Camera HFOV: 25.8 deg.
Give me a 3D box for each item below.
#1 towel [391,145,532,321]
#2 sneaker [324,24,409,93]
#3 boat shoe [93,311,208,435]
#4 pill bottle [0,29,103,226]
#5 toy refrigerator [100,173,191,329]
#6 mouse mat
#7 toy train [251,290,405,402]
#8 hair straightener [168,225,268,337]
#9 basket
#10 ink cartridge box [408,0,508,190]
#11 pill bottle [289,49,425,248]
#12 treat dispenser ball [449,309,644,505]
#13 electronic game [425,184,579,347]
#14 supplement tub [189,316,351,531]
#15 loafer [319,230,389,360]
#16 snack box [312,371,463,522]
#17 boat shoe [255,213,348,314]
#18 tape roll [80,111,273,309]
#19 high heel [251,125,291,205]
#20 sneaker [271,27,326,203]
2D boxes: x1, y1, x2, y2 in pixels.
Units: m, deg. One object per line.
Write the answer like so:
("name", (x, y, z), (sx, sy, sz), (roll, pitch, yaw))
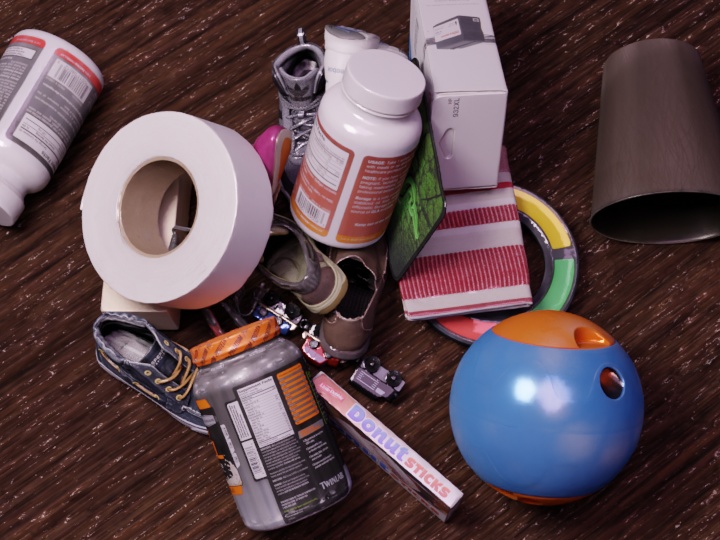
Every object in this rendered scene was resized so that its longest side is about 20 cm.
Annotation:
("towel", (0.107, -0.042, 1.749), (0.143, 0.023, 0.201), (-8, 65, 0))
("sneaker", (-0.003, -0.221, 1.768), (0.074, 0.200, 0.087), (15, 94, 19))
("boat shoe", (-0.199, 0.113, 1.684), (0.200, 0.091, 0.071), (26, 71, 7))
("pill bottle", (-0.382, -0.159, 1.764), (0.116, 0.116, 0.200), (24, 71, 7))
("toy refrigerator", (-0.235, -0.038, 1.752), (0.076, 0.070, 0.201), (0, 70, 6))
("mouse mat", (0.049, -0.108, 1.703), (0.008, 0.161, 0.201), (3, 60, -19))
("toy train", (-0.041, 0.085, 1.732), (0.200, 0.034, 0.046), (33, 83, 9))
("hair straightener", (-0.139, 0.031, 1.710), (0.077, 0.041, 0.200), (-33, 93, -6))
("basket", (0.338, -0.148, 1.778), (0.180, 0.136, 0.201), (0, 66, -6))
("ink cartridge box", (0.105, -0.208, 1.747), (0.083, 0.145, 0.200), (-3, 47, -4))
("pill bottle", (0.001, -0.129, 1.666), (0.112, 0.200, 0.112), (12, 41, -11))
("treat dispenser ball", (0.192, 0.142, 1.629), (0.200, 0.201, 0.202), (1, 70, -2))
("electronic game", (0.146, -0.007, 1.765), (0.199, 0.042, 0.201), (1, 70, -2))
("supplement tub", (-0.097, 0.157, 1.628), (0.122, 0.123, 0.201), (-21, 92, -9))
("loafer", (0.000, 0.000, 1.726), (0.073, 0.071, 0.201), (8, 55, -6))
("snack box", (0.024, 0.188, 1.675), (0.200, 0.072, 0.024), (40, 73, 12))
("boat shoe", (-0.087, -0.024, 1.705), (0.072, 0.066, 0.201), (-48, 44, -2))
("tape roll", (-0.193, -0.062, 1.640), (0.202, 0.071, 0.203), (-4, 83, 29))
("high heel", (-0.129, -0.120, 1.713), (0.096, 0.200, 0.068), (21, 76, -1))
("sneaker", (-0.067, -0.173, 1.777), (0.075, 0.114, 0.201), (-3, 70, 5))
